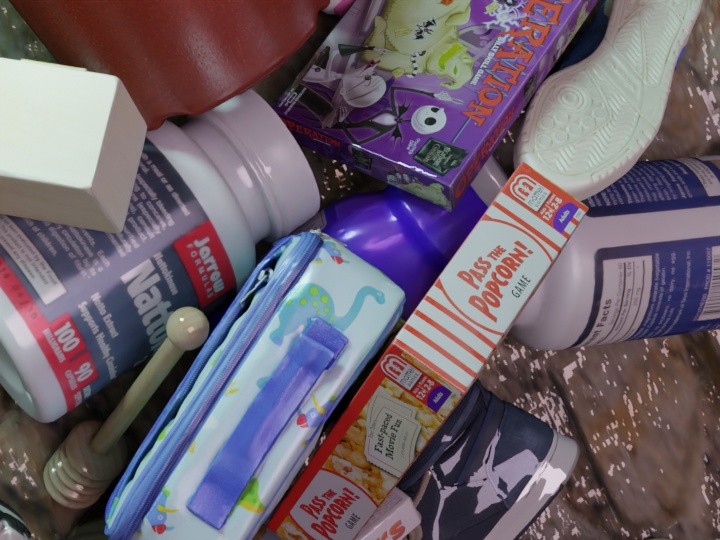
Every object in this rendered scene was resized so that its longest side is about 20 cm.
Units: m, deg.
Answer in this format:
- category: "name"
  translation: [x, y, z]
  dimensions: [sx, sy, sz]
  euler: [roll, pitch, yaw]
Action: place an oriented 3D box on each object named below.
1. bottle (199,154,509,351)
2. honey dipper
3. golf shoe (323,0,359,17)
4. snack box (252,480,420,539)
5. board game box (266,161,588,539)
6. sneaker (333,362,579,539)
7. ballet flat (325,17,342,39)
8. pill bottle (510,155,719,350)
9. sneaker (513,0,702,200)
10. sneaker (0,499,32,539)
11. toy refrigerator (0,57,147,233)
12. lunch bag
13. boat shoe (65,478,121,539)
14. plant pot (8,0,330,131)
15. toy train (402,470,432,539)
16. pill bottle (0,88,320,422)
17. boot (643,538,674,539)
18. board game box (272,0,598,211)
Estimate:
- category: "bottle"
  translation: [0.000, 0.000, 1.279]
  dimensions: [0.200, 0.065, 0.084]
  euler: [-37, 118, 13]
- category: "honey dipper"
  translation: [-0.127, 0.075, 1.207]
  dimensions: [0.038, 0.200, 0.038]
  euler: [13, 56, -21]
- category: "golf shoe"
  translation: [-0.053, -0.239, 1.281]
  dimensions: [0.091, 0.075, 0.200]
  euler: [-14, 110, 9]
- category: "snack box"
  translation: [-0.063, 0.181, 1.240]
  dimensions: [0.200, 0.072, 0.024]
  euler: [-38, 130, -18]
- category: "board game box"
  translation: [0.034, 0.054, 1.177]
  dimensions: [0.046, 0.200, 0.152]
  euler: [35, 50, 2]
- category: "sneaker"
  translation: [0.017, 0.146, 1.342]
  dimensions: [0.146, 0.077, 0.202]
  euler: [36, 89, -14]
- category: "ballet flat"
  translation: [0.066, -0.157, 1.335]
  dimensions: [0.200, 0.062, 0.068]
  euler: [-28, 105, -18]
- category: "pill bottle"
  translation: [0.145, -0.009, 1.359]
  dimensions: [0.200, 0.111, 0.111]
  euler: [-6, 98, -23]
- category: "sneaker"
  translation: [0.139, -0.091, 1.329]
  dimensions: [0.077, 0.111, 0.200]
  euler: [26, 54, 3]
- category: "sneaker"
  translation: [-0.275, 0.136, 1.209]
  dimensions: [0.200, 0.081, 0.084]
  euler: [32, 88, -24]
- category: "toy refrigerator"
  translation: [-0.219, -0.078, 1.153]
  dimensions: [0.200, 0.076, 0.070]
  euler: [10, 75, 10]
- category: "lunch bag"
  translation: [-0.056, 0.074, 1.167]
  dimensions: [0.082, 0.161, 0.200]
  euler: [33, 89, -2]
- category: "boat shoe"
  translation: [-0.145, 0.197, 1.279]
  dimensions: [0.202, 0.075, 0.075]
  euler: [-49, 119, -3]
- category: "plant pot"
  translation: [-0.123, -0.194, 1.187]
  dimensions: [0.201, 0.201, 0.195]
  euler: [-39, 117, -15]
- category: "toy train"
  translation: [-0.025, 0.208, 1.265]
  dimensions: [0.085, 0.116, 0.200]
  euler: [32, 108, 4]
- category: "pill bottle"
  translation: [-0.127, -0.016, 1.233]
  dimensions: [0.200, 0.120, 0.120]
  euler: [-35, 108, -16]
- category: "boot"
  translation: [0.161, 0.227, 1.365]
  dimensions: [0.200, 0.155, 0.073]
  euler: [-12, 100, -22]
- category: "board game box"
  translation: [0.051, -0.133, 1.272]
  dimensions: [0.120, 0.032, 0.200]
  euler: [26, 61, 17]
